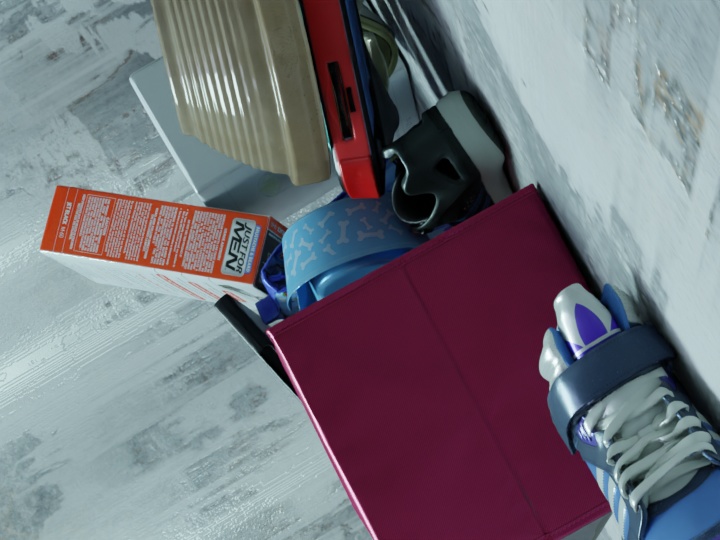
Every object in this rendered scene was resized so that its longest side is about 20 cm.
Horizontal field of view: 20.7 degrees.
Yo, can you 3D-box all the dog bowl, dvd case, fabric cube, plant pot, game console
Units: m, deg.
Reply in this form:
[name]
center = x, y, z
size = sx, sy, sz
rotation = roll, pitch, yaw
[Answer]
[dog bowl]
center = 0.000, 0.000, 1.399
size = 0.200, 0.111, 0.050
rotation = 72, 180, -73
[dvd case]
center = -0.031, 0.103, 1.542
size = 0.200, 0.018, 0.143
rotation = 47, 179, 13
[fabric cube]
center = 0.076, 0.091, 1.282
size = 0.200, 0.199, 0.196
rotation = 62, 180, 10
[plant pot]
center = -0.085, -0.147, 1.298
size = 0.201, 0.092, 0.203
rotation = 166, 90, -87
[game console]
center = -0.010, -0.158, 1.312
size = 0.177, 0.031, 0.202
rotation = -71, -30, -73

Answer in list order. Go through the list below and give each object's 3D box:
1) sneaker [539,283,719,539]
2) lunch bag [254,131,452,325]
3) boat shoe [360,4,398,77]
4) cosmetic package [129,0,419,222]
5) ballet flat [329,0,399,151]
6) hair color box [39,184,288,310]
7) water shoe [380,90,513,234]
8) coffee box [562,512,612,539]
[sneaker]
center = 0.141, 0.079, 1.026
size = 0.147, 0.080, 0.200
rotation = 56, -175, -6
[lunch bag]
center = 0.003, -0.020, 1.546
size = 0.095, 0.199, 0.151
rotation = 60, 179, 14
[boat shoe]
center = -0.065, -0.202, 1.497
size = 0.199, 0.075, 0.069
rotation = 29, -162, -16
[cosmetic package]
center = -0.065, -0.137, 1.658
size = 0.124, 0.199, 0.199
rotation = 60, 179, 13
[ballet flat]
center = -0.020, -0.169, 1.442
size = 0.073, 0.073, 0.201
rotation = -123, 8, -63
[hair color box]
center = -0.150, -0.017, 1.629
size = 0.111, 0.198, 0.065
rotation = 38, -116, -66
[water shoe]
center = 0.055, -0.061, 1.323
size = 0.072, 0.079, 0.200
rotation = 60, 179, 21
[coffee box]
center = 0.147, 0.162, 1.540
size = 0.079, 0.114, 0.200
rotation = 33, 180, -3
